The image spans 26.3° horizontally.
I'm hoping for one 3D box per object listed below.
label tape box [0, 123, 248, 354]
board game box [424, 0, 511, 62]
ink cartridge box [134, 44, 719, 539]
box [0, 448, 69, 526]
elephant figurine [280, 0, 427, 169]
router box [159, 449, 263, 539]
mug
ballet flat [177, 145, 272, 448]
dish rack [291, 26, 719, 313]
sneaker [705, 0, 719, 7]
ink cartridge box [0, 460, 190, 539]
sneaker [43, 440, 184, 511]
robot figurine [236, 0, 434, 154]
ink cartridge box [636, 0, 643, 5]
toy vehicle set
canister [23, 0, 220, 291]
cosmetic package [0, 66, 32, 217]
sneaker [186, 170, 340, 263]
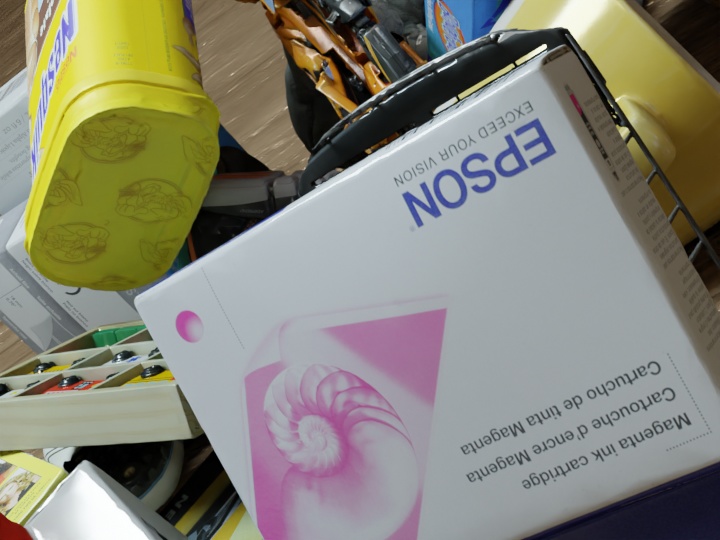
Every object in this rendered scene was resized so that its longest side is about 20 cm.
[{"bbox_3d":[-0.142,-0.005,1.009,0.199,0.144,0.063,-28,27,31],"label":"label tape box"},{"bbox_3d":[0.103,-0.171,0.799,0.152,0.045,0.200,-39,-11,-3],"label":"board game box"},{"bbox_3d":[0.039,0.054,0.556,0.196,0.201,0.043,-29,1,31],"label":"ink cartridge box"},{"bbox_3d":[-0.174,0.130,0.797,0.050,0.075,0.200,-49,22,-19],"label":"box"},{"bbox_3d":[0.015,-0.175,1.070,0.154,0.142,0.201,-17,38,20],"label":"elephant figurine"},{"bbox_3d":[-0.023,0.113,0.738,0.200,0.052,0.157,-50,25,-15],"label":"router box"},{"bbox_3d":[0.087,-0.052,0.710,0.153,0.186,0.150,-45,65,16],"label":"mug"},{"bbox_3d":[-0.087,0.025,0.946,0.068,0.068,0.201,25,104,47],"label":"ballet flat"},{"bbox_3d":[0.067,0.014,0.588,0.153,0.201,0.055,-29,13,29],"label":"dish rack"},{"bbox_3d":[0.211,-0.225,0.905,0.087,0.076,0.201,-14,40,-7],"label":"sneaker"},{"bbox_3d":[-0.066,0.133,0.547,0.044,0.174,0.200,-46,45,-7],"label":"ink cartridge box"},{"bbox_3d":[-0.130,0.109,0.859,0.072,0.073,0.200,-40,14,-14],"label":"sneaker"},{"bbox_3d":[-0.021,-0.140,0.896,0.058,0.145,0.200,-39,65,-1],"label":"robot figurine"},{"bbox_3d":[0.115,-0.140,0.959,0.119,0.042,0.201,-25,28,37],"label":"ink cartridge box"},{"bbox_3d":[-0.113,0.053,0.787,0.199,0.027,0.124,-9,13,41],"label":"toy vehicle set"},{"bbox_3d":[-0.144,-0.112,0.889,0.149,0.086,0.201,120,148,-43],"label":"canister"},{"bbox_3d":[-0.173,-0.055,1.075,0.113,0.200,0.081,-32,24,29],"label":"cosmetic package"},{"bbox_3d":[0.000,0.000,0.874,0.198,0.113,0.078,0,9,16],"label":"sneaker"}]
